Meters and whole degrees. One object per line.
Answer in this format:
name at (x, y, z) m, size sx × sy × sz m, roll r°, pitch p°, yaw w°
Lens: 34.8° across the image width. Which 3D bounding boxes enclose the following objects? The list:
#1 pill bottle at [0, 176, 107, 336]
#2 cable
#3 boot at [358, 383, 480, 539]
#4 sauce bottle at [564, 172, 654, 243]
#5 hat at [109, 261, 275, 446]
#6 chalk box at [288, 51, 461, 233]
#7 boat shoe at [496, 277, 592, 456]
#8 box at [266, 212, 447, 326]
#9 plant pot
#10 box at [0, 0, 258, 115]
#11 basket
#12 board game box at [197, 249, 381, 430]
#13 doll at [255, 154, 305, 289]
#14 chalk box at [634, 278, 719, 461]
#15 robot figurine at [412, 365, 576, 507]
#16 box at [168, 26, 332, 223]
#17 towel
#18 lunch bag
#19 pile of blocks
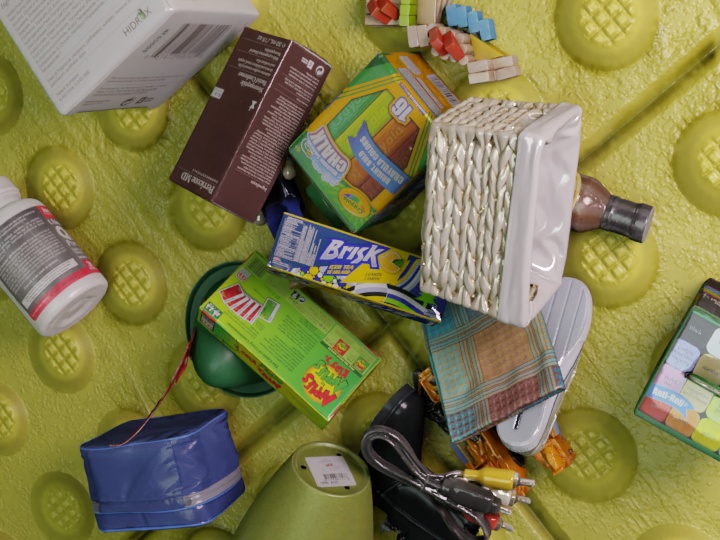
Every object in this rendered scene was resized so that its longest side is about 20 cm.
pill bottle at (-0.430, -0.022, 1.493) m, size 0.200 × 0.111 × 0.111 m, roll 48°, pitch 114°, yaw 7°
cable at (0.089, 0.238, 1.275) m, size 0.199 × 0.050 × 0.098 m, roll 23°, pitch 112°, yaw 7°
boot at (0.074, 0.243, 1.330) m, size 0.162 × 0.073 × 0.199 m, roll 38°, pitch 133°, yaw 18°
sauce bottle at (0.213, -0.080, 1.228) m, size 0.199 × 0.065 × 0.065 m, roll 18°, pitch 107°, yaw 19°
hat at (-0.181, 0.103, 1.372) m, size 0.164 × 0.176 × 0.202 m, roll 8°, pitch 103°, yaw 21°
chalk box at (0.014, -0.129, 1.271) m, size 0.200 × 0.124 × 0.125 m, roll -44°, pitch 81°, yaw 24°
boat shoe at (0.199, 0.105, 1.249) m, size 0.072 × 0.062 × 0.201 m, roll 18°, pitch 75°, yaw 25°
box at (0.000, 0.000, 1.259) m, size 0.198 × 0.070 × 0.065 m, roll 19°, pitch 83°, yaw -3°
plant pot at (-0.058, 0.305, 1.338) m, size 0.186 × 0.187 × 0.201 m, roll 28°, pitch 120°, yaw 16°
box at (-0.269, -0.304, 1.316) m, size 0.199 × 0.199 × 0.172 m, roll -35°, pitch 85°, yaw 25°
basket at (0.138, -0.066, 1.154) m, size 0.122 × 0.135 × 0.202 m, roll 13°, pitch 116°, yaw 24°
board game box at (-0.085, 0.082, 1.358) m, size 0.200 × 0.102 × 0.048 m, roll 41°, pitch 157°, yaw 6°
doll at (-0.095, -0.080, 1.352) m, size 0.136 × 0.048 × 0.201 m, roll -40°, pitch 67°, yaw 60°
chalk box at (0.354, 0.105, 1.119) m, size 0.124 × 0.200 × 0.125 m, roll 30°, pitch 111°, yaw 15°
robot figurine at (0.146, 0.160, 1.307) m, size 0.145 × 0.058 × 0.200 m, roll -41°, pitch 83°, yaw 22°
box at (-0.126, -0.166, 1.301) m, size 0.100 × 0.075 × 0.201 m, roll 25°, pitch 90°, yaw 46°
towel at (0.135, 0.072, 1.253) m, size 0.146 × 0.022 × 0.201 m, roll -32°, pitch 50°, yaw 25°
lunch bag at (-0.255, 0.264, 1.460) m, size 0.198 × 0.136 × 0.133 m, roll -10°, pitch 96°, yaw 25°
pile of blocks at (0.086, -0.268, 1.246) m, size 0.199 × 0.062 × 0.083 m, roll 31°, pitch 111°, yaw 15°
